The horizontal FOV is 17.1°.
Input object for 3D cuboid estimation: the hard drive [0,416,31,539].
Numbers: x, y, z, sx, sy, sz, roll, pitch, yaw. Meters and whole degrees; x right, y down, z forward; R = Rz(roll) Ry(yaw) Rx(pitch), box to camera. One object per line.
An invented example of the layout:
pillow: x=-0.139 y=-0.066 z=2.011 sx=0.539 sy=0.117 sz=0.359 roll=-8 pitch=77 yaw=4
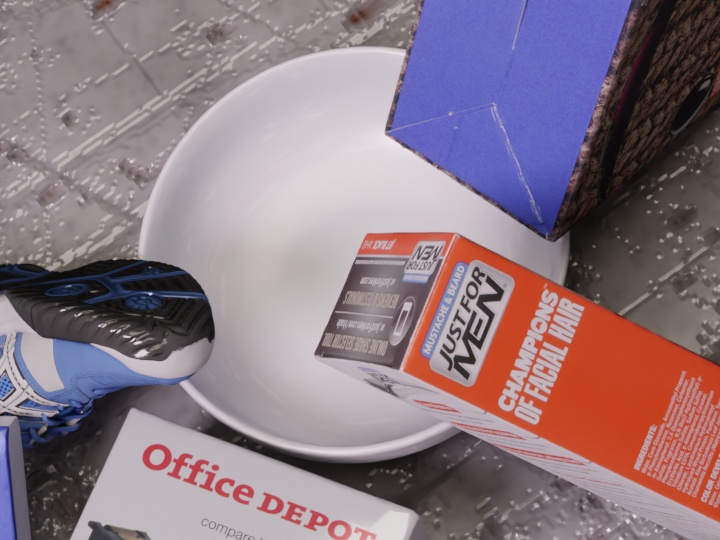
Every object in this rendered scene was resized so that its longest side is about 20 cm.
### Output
hard drive: x=-0.247 y=0.132 z=1.079 sx=0.198 sy=0.025 sz=0.133 roll=-1 pitch=105 yaw=9

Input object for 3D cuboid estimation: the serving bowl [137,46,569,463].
serving bowl: x=0.000 y=0.000 z=1.111 sx=0.198 sy=0.066 sz=0.202 roll=-3 pitch=67 yaw=7

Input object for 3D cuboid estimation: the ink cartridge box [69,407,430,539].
ink cartridge box: x=-0.070 y=0.180 z=1.038 sx=0.145 sy=0.083 sz=0.201 roll=18 pitch=72 yaw=16

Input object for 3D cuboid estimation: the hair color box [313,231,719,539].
hair color box: x=0.093 y=0.052 z=0.997 sx=0.199 sy=0.111 sz=0.064 roll=25 pitch=83 yaw=-18

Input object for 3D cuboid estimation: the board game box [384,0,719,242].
board game box: x=0.119 y=-0.137 z=1.055 sx=0.097 sy=0.160 sz=0.200 roll=34 pitch=46 yaw=19

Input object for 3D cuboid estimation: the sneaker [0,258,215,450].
sneaker: x=-0.133 y=0.039 z=1.079 sx=0.199 sy=0.075 sz=0.078 roll=1 pitch=104 yaw=48
